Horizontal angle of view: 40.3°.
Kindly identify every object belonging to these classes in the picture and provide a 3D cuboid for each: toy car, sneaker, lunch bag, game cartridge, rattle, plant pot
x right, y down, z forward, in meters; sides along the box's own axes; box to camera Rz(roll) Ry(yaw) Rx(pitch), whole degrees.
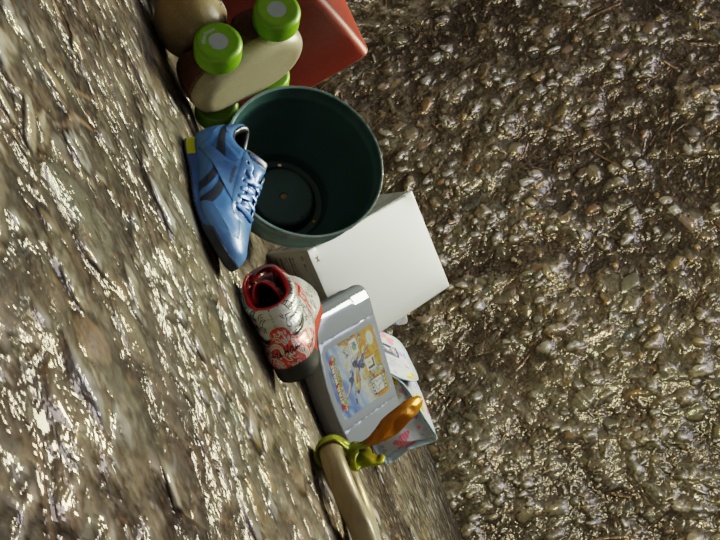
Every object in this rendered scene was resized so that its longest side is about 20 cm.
[{"bbox_3d":[-0.183,-0.301,1.182,0.200,0.158,0.164,52,-20,11],"label":"toy car"},{"bbox_3d":[-0.090,0.028,1.110,0.201,0.067,0.108,-101,172,-60],"label":"sneaker"},{"bbox_3d":[0.037,0.193,1.658,0.200,0.127,0.170,60,4,-22],"label":"lunch bag"},{"bbox_3d":[-0.016,0.133,1.276,0.133,0.041,0.200,-30,107,-53],"label":"game cartridge"},{"bbox_3d":[0.038,0.265,1.099,0.130,0.143,0.200,95,-27,-53],"label":"rattle"},{"bbox_3d":[-0.087,-0.112,1.240,0.201,0.200,0.134,69,-24,12],"label":"plant pot"},{"bbox_3d":[-0.135,-0.087,1.040,0.066,0.078,0.200,68,4,-49],"label":"sneaker"},{"bbox_3d":[-0.136,-0.363,1.343,0.176,0.200,0.200,50,16,-48],"label":"plant pot"}]

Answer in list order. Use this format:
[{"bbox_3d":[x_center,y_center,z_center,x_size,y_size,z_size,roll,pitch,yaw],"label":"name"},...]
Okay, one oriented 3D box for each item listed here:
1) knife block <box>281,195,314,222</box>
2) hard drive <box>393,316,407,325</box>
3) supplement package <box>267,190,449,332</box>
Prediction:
[{"bbox_3d":[-0.056,-0.130,1.764,0.200,0.175,0.064,63,7,-63],"label":"knife block"},{"bbox_3d":[0.045,-0.020,1.709,0.132,0.025,0.200,69,9,-64],"label":"hard drive"},{"bbox_3d":[0.000,0.000,1.397,0.111,0.200,0.156,-2,-65,56],"label":"supplement package"}]
